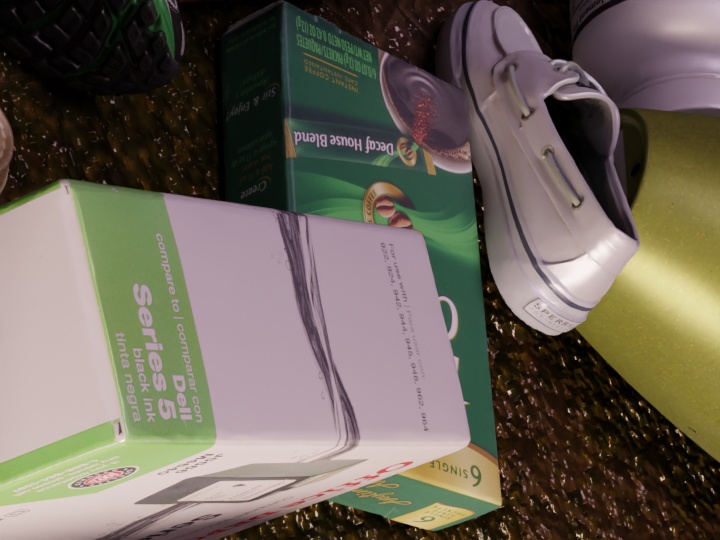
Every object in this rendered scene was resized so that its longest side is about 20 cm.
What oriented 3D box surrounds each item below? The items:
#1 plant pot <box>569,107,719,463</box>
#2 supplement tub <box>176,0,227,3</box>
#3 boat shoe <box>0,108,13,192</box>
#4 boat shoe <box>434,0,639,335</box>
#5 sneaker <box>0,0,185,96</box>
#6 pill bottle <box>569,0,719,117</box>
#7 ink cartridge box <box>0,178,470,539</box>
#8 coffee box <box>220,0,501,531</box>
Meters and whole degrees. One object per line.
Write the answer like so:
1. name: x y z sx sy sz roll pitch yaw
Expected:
1. plant pot: 0.186 0.007 1.148 0.199 0.187 0.188 25 52 -21
2. supplement tub: -0.023 -0.168 1.028 0.200 0.107 0.107 -10 79 -51
3. boat shoe: -0.187 -0.093 0.830 0.201 0.063 0.073 47 42 -23
4. boat shoe: 0.088 -0.059 1.096 0.073 0.067 0.201 29 34 -38
5. sneaker: -0.121 -0.160 0.932 0.085 0.078 0.201 -37 100 -52
6. pill bottle: 0.160 -0.149 1.227 0.112 0.112 0.201 24 54 -41
7. ink cartridge box: -0.078 0.040 0.802 0.200 0.145 0.084 7 65 -57
8. coffee box: 0.000 0.000 1.017 0.123 0.044 0.201 23 55 -42
